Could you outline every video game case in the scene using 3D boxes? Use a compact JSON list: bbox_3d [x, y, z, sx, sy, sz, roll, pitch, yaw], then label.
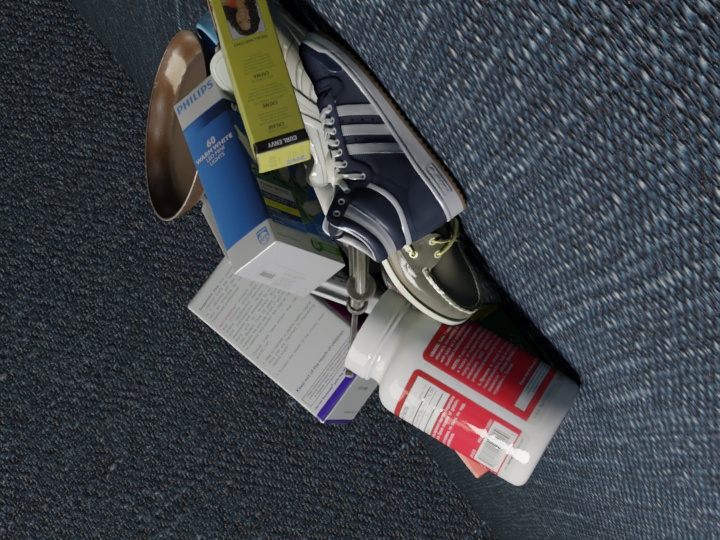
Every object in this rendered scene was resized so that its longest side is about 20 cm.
[{"bbox_3d":[-0.068,-0.016,1.887,0.182,0.023,0.200,20,-169,-19],"label":"video game case"}]

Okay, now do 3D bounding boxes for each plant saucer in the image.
[{"bbox_3d":[-0.181,-0.150,1.879,0.032,0.200,0.200,6,-164,-25],"label":"plant saucer"}]

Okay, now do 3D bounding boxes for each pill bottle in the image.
[{"bbox_3d":[0.091,0.103,1.661,0.200,0.112,0.112,31,171,8],"label":"pill bottle"}]

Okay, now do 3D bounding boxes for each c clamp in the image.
[{"bbox_3d":[0.000,0.000,1.695,0.200,0.027,0.171,94,177,-77],"label":"c clamp"}]

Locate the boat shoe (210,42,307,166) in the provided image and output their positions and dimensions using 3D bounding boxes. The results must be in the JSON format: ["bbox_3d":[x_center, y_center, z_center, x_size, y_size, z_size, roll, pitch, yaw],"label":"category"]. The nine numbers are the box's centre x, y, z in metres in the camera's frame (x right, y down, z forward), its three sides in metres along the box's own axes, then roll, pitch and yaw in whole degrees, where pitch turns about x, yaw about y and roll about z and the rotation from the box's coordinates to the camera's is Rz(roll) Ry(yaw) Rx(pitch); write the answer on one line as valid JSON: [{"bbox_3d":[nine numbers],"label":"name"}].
[{"bbox_3d":[-0.053,-0.159,1.707,0.200,0.076,0.060,44,-143,-21],"label":"boat shoe"}]

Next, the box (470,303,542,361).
[{"bbox_3d":[0.139,0.091,1.814,0.117,0.048,0.200,52,176,-2],"label":"box"}]

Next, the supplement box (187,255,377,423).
[{"bbox_3d":[-0.072,0.065,1.944,0.200,0.103,0.101,38,-174,16],"label":"supplement box"}]

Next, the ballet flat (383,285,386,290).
[{"bbox_3d":[0.050,0.079,1.853,0.070,0.067,0.200,20,-147,-45],"label":"ballet flat"}]

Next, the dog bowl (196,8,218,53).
[{"bbox_3d":[-0.099,-0.198,1.866,0.200,0.050,0.111,55,174,-23],"label":"dog bowl"}]

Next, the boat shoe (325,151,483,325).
[{"bbox_3d":[0.049,-0.038,1.598,0.060,0.072,0.202,-23,109,46],"label":"boat shoe"}]

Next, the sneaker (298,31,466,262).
[{"bbox_3d":[-0.013,-0.099,1.512,0.200,0.108,0.070,51,174,5],"label":"sneaker"}]

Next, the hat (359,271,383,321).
[{"bbox_3d":[-0.005,0.050,2.091,0.200,0.166,0.176,50,174,25],"label":"hat"}]

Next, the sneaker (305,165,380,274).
[{"bbox_3d":[-0.027,-0.077,1.851,0.116,0.074,0.200,40,171,30],"label":"sneaker"}]

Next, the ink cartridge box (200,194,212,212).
[{"bbox_3d":[-0.079,-0.077,1.937,0.200,0.050,0.109,14,-166,-28],"label":"ink cartridge box"}]

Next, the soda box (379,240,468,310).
[{"bbox_3d":[0.063,-0.001,1.754,0.071,0.063,0.200,49,174,13],"label":"soda box"}]

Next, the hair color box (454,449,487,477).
[{"bbox_3d":[0.125,0.149,1.959,0.102,0.061,0.200,52,-171,-2],"label":"hair color box"}]

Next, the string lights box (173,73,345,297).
[{"bbox_3d":[-0.097,-0.080,1.691,0.103,0.059,0.200,19,-139,-50],"label":"string lights box"}]

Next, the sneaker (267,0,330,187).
[{"bbox_3d":[-0.068,-0.158,1.619,0.200,0.099,0.078,53,174,-11],"label":"sneaker"}]

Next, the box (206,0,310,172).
[{"bbox_3d":[-0.093,-0.189,1.539,0.075,0.050,0.200,93,160,-80],"label":"box"}]
